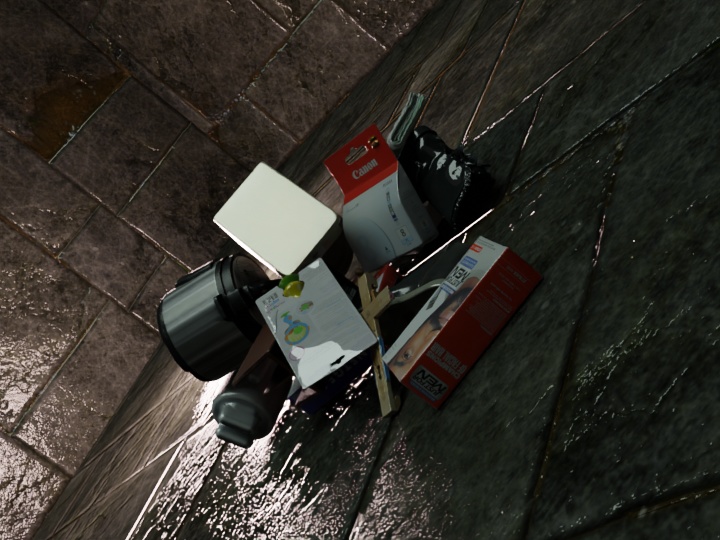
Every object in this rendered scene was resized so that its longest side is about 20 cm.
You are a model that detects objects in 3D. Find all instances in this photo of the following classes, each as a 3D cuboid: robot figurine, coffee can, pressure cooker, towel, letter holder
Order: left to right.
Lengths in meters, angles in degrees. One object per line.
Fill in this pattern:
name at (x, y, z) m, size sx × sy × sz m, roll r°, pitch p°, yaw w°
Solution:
pressure cooker at (-0.212, 0.071, 1.606) m, size 0.199 × 0.179 × 0.176 m, roll -30°, pitch 37°, yaw 17°
robot figurine at (-0.184, 0.211, 1.667) m, size 0.200 × 0.112 × 0.170 m, roll -68°, pitch 1°, yaw -49°
letter holder at (-0.094, 0.106, 1.461) m, size 0.142 × 0.100 × 0.200 m, roll -40°, pitch 17°, yaw 46°
coffee can at (-0.085, -0.038, 1.764) m, size 0.147 × 0.146 × 0.200 m, roll -52°, pitch 0°, yaw -1°
towel at (0.044, -0.185, 1.602) m, size 0.149 × 0.031 × 0.200 m, roll -62°, pitch 0°, yaw -41°

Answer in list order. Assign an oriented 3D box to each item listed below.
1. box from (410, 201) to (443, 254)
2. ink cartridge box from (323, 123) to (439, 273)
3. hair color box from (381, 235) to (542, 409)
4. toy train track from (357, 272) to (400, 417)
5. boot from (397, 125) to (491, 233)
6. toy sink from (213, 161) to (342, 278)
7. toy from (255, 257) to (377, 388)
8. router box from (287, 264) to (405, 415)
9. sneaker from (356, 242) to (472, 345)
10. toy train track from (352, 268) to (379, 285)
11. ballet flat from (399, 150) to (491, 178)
box at (0.094, -0.096, 1.710) m, size 0.156 × 0.041 × 0.200 m, roll -55°, pitch 13°, yaw -15°
ink cartridge box at (0.018, -0.109, 1.530) m, size 0.047 × 0.201 × 0.160 m, roll -32°, pitch 2°, yaw -38°
hair color box at (0.119, 0.059, 1.167) m, size 0.200 × 0.064 × 0.111 m, roll -53°, pitch 14°, yaw 1°
toy train track at (0.031, 0.096, 1.274) m, size 0.115 × 0.032 × 0.201 m, roll -48°, pitch 44°, yaw 48°
boot at (0.115, -0.115, 1.516) m, size 0.162 × 0.073 × 0.199 m, roll 45°, pitch 122°, yaw 39°
toy sink at (-0.118, -0.063, 1.585) m, size 0.200 × 0.112 × 0.131 m, roll 35°, pitch 83°, yaw 33°
toy at (-0.059, 0.078, 1.334) m, size 0.115 × 0.047 × 0.200 m, roll -33°, pitch 46°, yaw -3°
router box at (-0.018, 0.108, 1.522) m, size 0.200 × 0.049 × 0.180 m, roll -43°, pitch 16°, yaw 33°
sneaker at (0.079, 0.035, 1.350) m, size 0.199 × 0.075 × 0.106 m, roll -22°, pitch 25°, yaw 39°
toy train track at (0.000, 0.000, 1.689) m, size 0.200 × 0.032 × 0.115 m, roll 130°, pitch 149°, yaw -56°
ballet flat at (0.133, -0.150, 1.591) m, size 0.200 × 0.067 × 0.071 m, roll 24°, pitch 97°, yaw 46°
